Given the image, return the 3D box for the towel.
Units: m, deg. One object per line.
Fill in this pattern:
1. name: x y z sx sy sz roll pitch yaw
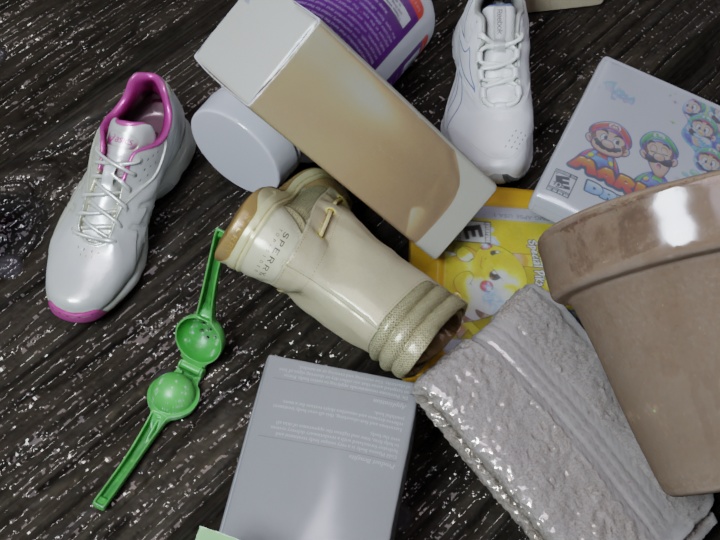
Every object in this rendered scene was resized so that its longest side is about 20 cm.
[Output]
1. towel: 0.135 0.114 0.759 0.132 0.034 0.200 -36 83 -37

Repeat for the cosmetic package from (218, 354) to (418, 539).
1. cosmetic package: -0.031 0.163 0.740 0.107 0.090 0.200 12 61 6

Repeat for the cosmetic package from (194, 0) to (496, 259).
1. cosmetic package: -0.008 -0.100 0.811 0.071 0.200 0.105 -50 38 4

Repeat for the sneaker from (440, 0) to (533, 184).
1. sneaker: 0.102 -0.158 0.942 0.074 0.087 0.200 1 58 -2

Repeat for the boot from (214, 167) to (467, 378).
1. boot: 0.000 0.000 0.811 0.155 0.200 0.073 33 102 6

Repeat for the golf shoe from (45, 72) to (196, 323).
1. golf shoe: -0.182 -0.059 0.871 0.075 0.092 0.200 13 60 5

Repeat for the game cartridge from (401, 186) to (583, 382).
1. game cartridge: 0.132 0.016 0.866 0.199 0.032 0.177 3 58 1

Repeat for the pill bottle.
1. pill bottle: -0.038 -0.155 0.922 0.111 0.112 0.200 30 61 16

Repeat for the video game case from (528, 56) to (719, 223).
1. video game case: 0.247 -0.067 0.900 0.200 0.024 0.182 25 51 8

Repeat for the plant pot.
1. plant pot: 0.222 0.042 0.724 0.200 0.200 0.175 -9 79 -7

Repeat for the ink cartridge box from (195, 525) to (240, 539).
1. ink cartridge box: -0.053 0.257 0.634 0.145 0.048 0.200 17 102 10

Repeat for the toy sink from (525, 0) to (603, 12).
1. toy sink: 0.152 -0.343 1.035 0.112 0.130 0.200 -8 57 -6

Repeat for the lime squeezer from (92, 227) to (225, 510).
1. lime squeezer: -0.121 0.070 0.810 0.038 0.071 0.200 25 90 -4
